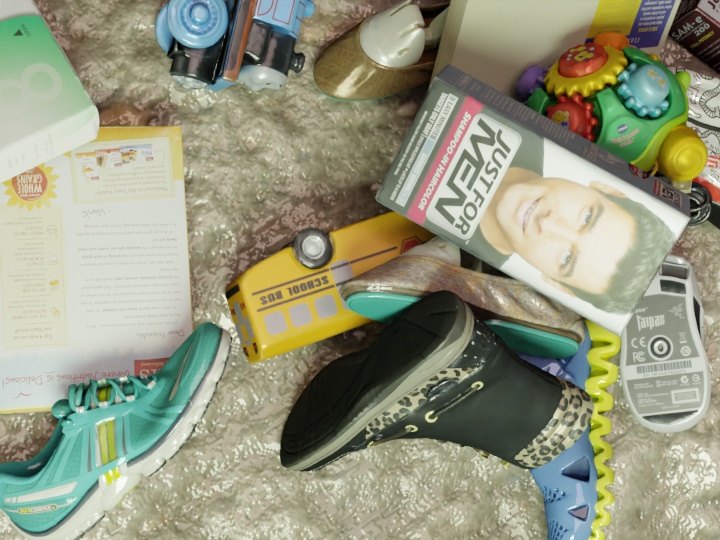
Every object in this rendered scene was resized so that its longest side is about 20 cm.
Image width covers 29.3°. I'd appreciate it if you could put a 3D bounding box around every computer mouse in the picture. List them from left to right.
[{"bbox_3d":[0.234,0.026,1.096,0.108,0.044,0.203,-7,89,18],"label":"computer mouse"}]

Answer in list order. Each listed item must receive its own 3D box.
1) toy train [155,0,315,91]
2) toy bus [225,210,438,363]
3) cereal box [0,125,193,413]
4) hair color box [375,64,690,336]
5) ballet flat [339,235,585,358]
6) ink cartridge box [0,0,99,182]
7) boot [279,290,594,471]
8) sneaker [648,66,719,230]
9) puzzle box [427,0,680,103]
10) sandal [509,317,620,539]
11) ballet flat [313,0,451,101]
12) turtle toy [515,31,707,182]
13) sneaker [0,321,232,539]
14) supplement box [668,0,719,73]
[{"bbox_3d":[-0.082,-0.228,1.033,0.113,0.087,0.203,14,86,-16],"label":"toy train"},{"bbox_3d":[0.000,0.000,1.033,0.198,0.065,0.079,-18,86,-18],"label":"toy bus"},{"bbox_3d":[-0.194,-0.002,0.994,0.142,0.040,0.203,-1,81,-15],"label":"cereal box"},{"bbox_3d":[0.122,-0.051,0.971,0.198,0.061,0.100,29,111,3],"label":"hair color box"},{"bbox_3d":[0.074,0.013,0.996,0.198,0.068,0.068,15,66,-26],"label":"ballet flat"},{"bbox_3d":[-0.304,-0.122,0.957,0.198,0.050,0.162,-27,69,-20],"label":"ink cartridge box"},{"bbox_3d":[0.051,0.110,0.988,0.153,0.203,0.074,30,39,-27],"label":"boot"},{"bbox_3d":[0.314,-0.089,1.134,0.199,0.067,0.109,28,77,-6],"label":"sneaker"},{"bbox_3d":[0.155,-0.186,1.071,0.197,0.134,0.026,-9,47,-23],"label":"puzzle box"},{"bbox_3d":[0.148,0.128,1.051,0.086,0.080,0.203,6,71,-8],"label":"sandal"},{"bbox_3d":[0.059,-0.185,1.077,0.197,0.072,0.069,-12,71,-16],"label":"ballet flat"},{"bbox_3d":[0.159,-0.110,1.042,0.198,0.146,0.102,-25,122,-1],"label":"turtle toy"},{"bbox_3d":[-0.167,0.105,0.934,0.200,0.078,0.080,-43,104,2],"label":"sneaker"},{"bbox_3d":[0.371,-0.197,1.172,0.199,0.061,0.110,33,74,-7],"label":"supplement box"}]
